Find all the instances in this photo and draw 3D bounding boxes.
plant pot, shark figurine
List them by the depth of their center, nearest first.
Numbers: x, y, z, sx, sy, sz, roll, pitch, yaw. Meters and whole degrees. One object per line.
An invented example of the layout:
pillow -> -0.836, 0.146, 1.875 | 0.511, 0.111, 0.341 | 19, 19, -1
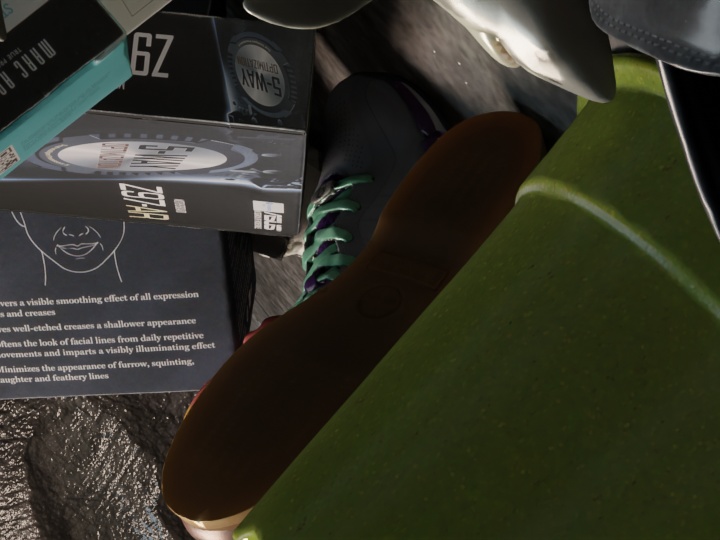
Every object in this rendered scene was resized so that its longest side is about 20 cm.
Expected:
shark figurine -> -0.019, -0.126, 0.513 | 0.090, 0.214, 0.128 | -49, 43, 44
plant pot -> 0.069, 0.070, 0.577 | 0.200, 0.190, 0.200 | 48, 171, 10

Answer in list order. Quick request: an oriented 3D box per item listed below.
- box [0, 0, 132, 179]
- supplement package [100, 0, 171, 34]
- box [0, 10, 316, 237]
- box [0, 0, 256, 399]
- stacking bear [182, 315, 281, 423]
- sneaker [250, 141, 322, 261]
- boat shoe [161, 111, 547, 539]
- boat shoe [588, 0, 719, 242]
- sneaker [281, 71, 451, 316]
box -> -0.169, -0.121, 0.610 | 0.200, 0.082, 0.049 | 50, 171, 4
supplement package -> -0.125, -0.200, 0.683 | 0.200, 0.111, 0.156 | 39, 165, 50
box -> -0.101, -0.061, 0.786 | 0.160, 0.044, 0.200 | 6, 169, -3
box -> -0.139, -0.045, 0.959 | 0.107, 0.148, 0.201 | -87, -5, -59
stacking bear -> -0.025, 0.078, 0.845 | 0.113, 0.122, 0.200 | 6, 176, 9
sneaker -> -0.052, -0.035, 1.066 | 0.200, 0.088, 0.074 | 48, 169, 8
boat shoe -> 0.013, 0.032, 0.674 | 0.070, 0.200, 0.070 | 27, 154, 40
boat shoe -> 0.078, -0.071, 0.379 | 0.075, 0.062, 0.200 | 42, 167, 49
sneaker -> 0.000, 0.000, 0.752 | 0.074, 0.087, 0.201 | -43, 51, 44
